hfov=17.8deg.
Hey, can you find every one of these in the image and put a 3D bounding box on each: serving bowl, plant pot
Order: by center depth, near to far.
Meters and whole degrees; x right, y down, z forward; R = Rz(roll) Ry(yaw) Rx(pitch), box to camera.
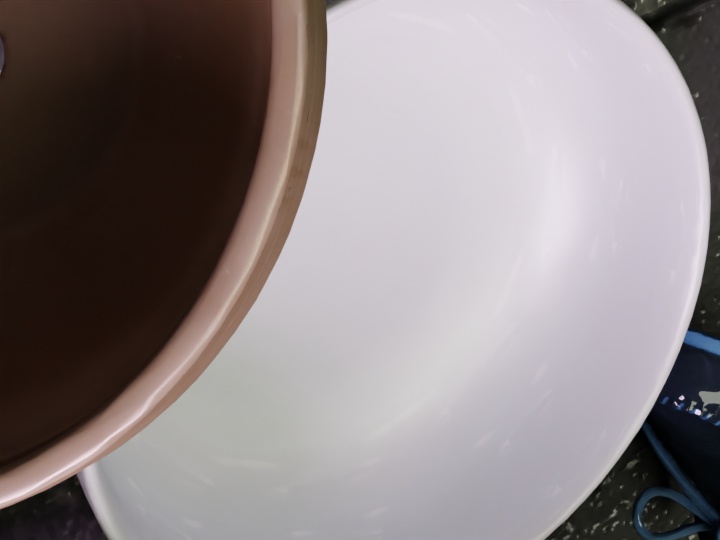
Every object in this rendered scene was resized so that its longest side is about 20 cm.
[{"bbox_3d":[-0.099,-0.049,0.495,0.202,0.200,0.093,-60,172,9],"label":"plant pot"},{"bbox_3d":[0.000,0.000,0.635,0.199,0.066,0.202,-16,124,-26],"label":"serving bowl"}]

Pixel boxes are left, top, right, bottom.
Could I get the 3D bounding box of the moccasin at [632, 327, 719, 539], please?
[{"bbox_3d":[0.146,0.079,0.768,0.200,0.080,0.069,34,83,-40],"label":"moccasin"}]
